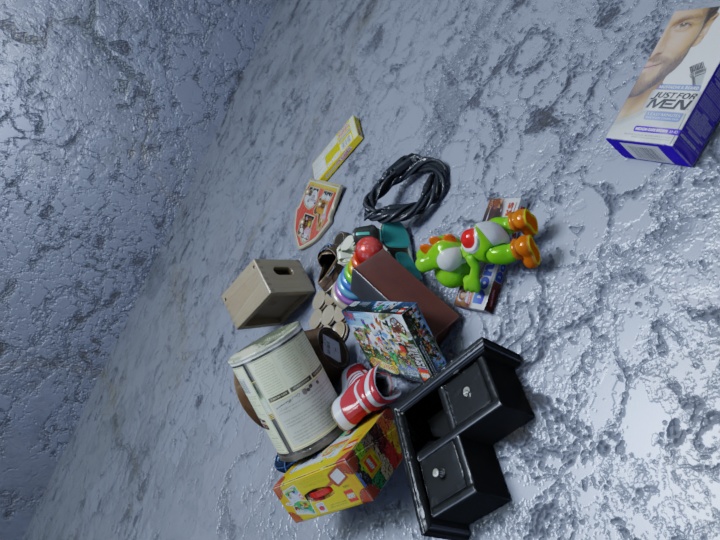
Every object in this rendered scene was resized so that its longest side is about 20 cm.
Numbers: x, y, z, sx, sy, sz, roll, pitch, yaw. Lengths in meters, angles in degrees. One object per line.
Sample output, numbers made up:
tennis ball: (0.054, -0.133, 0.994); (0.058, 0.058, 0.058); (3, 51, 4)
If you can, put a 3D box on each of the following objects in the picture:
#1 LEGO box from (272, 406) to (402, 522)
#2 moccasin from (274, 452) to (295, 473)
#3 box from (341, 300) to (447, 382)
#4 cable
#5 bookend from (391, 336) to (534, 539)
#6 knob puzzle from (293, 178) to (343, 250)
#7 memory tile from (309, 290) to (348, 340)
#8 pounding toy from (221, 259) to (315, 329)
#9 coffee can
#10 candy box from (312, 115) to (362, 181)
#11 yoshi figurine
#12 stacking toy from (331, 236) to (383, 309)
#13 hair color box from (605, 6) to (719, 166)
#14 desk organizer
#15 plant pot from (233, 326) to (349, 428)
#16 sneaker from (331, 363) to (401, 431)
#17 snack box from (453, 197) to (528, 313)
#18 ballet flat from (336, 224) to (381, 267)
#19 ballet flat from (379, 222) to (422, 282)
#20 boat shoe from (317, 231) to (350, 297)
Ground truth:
LEGO box: (-0.030, 0.328, 0.948); (0.200, 0.077, 0.149); (-35, 1, 38)
moccasin: (-0.124, 0.353, 1.148); (0.200, 0.068, 0.081); (-43, 37, 31)
box: (0.056, 0.121, 0.975); (0.038, 0.137, 0.200); (-34, 14, -27)
cable: (0.091, -0.161, 1.183); (0.200, 0.051, 0.163); (-40, 46, -3)
bookend: (0.158, 0.239, 0.793); (0.199, 0.092, 0.201); (-44, 38, 29)
knob puzzle: (-0.138, -0.153, 1.543); (0.219, 0.030, 0.221); (-25, 56, 43)
memory tile: (-0.074, 0.128, 1.284); (0.153, 0.017, 0.201); (-22, 50, 48)
pounding toy: (-0.235, 0.050, 1.433); (0.184, 0.199, 0.143); (-43, 66, 30)
coffee can: (-0.127, 0.214, 1.009); (0.146, 0.201, 0.146); (-26, 6, 3)
candy box: (-0.068, -0.335, 1.590); (0.200, 0.026, 0.103); (-44, 36, 31)
yoshi figurine: (0.190, -0.024, 0.911); (0.199, 0.112, 0.113); (-14, 97, 32)
stacking toy: (0.000, 0.000, 1.130); (0.200, 0.085, 0.086); (113, 162, -53)
hair color box: (0.436, -0.248, 0.757); (0.201, 0.065, 0.109); (-61, 31, 3)
desk organizer: (0.076, 0.057, 1.002); (0.200, 0.077, 0.072); (43, 150, 25)
plant pot: (-0.125, 0.205, 1.157); (0.200, 0.187, 0.188); (-35, 41, 26)
sneaker: (0.018, 0.203, 1.011); (0.112, 0.071, 0.200); (-37, 8, 16)
snack box: (0.221, -0.028, 0.952); (0.072, 0.024, 0.201); (8, 75, 55)
ballet flat: (-0.012, -0.044, 1.190); (0.200, 0.068, 0.068); (118, 149, -63)
ballet flat: (0.070, -0.023, 1.134); (0.072, 0.072, 0.201); (-45, 36, 27)
boat shoe: (-0.058, -0.028, 1.301); (0.072, 0.072, 0.201); (-39, 31, 33)
